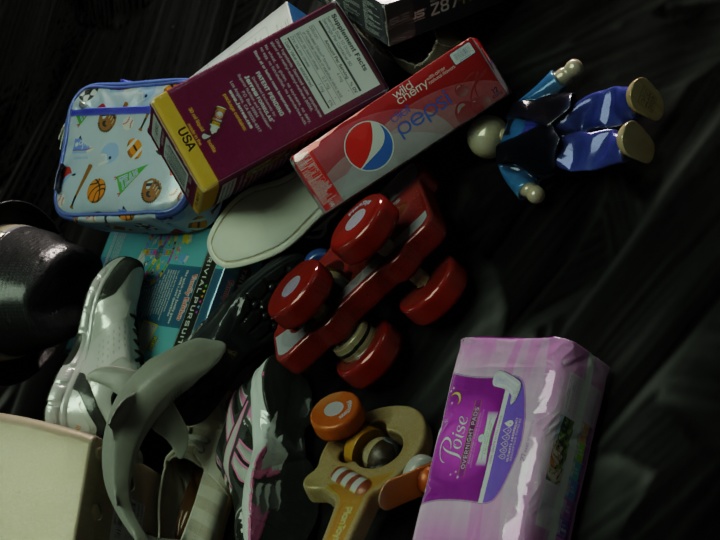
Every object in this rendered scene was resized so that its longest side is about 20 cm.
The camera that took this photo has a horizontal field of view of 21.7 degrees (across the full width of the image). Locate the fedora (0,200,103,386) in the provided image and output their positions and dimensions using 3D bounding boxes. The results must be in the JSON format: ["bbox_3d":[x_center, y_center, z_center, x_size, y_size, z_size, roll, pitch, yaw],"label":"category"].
[{"bbox_3d":[-0.317,0.021,1.859,0.092,0.201,0.201,-1,65,27],"label":"fedora"}]

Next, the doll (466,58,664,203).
[{"bbox_3d":[0.172,-0.124,1.632,0.200,0.048,0.137,-4,65,49],"label":"doll"}]

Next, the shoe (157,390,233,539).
[{"bbox_3d":[-0.151,0.199,1.744,0.070,0.053,0.200,-12,59,39],"label":"shoe"}]

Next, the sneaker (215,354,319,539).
[{"bbox_3d":[-0.091,0.181,1.695,0.086,0.080,0.200,-33,37,37],"label":"sneaker"}]

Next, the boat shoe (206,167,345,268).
[{"bbox_3d":[-0.057,-0.069,1.792,0.200,0.062,0.075,-41,77,10],"label":"boat shoe"}]

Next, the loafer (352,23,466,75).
[{"bbox_3d":[0.045,-0.233,1.797,0.073,0.071,0.200,-54,42,5],"label":"loafer"}]

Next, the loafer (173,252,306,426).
[{"bbox_3d":[-0.122,0.060,1.770,0.201,0.068,0.070,-49,26,-15],"label":"loafer"}]

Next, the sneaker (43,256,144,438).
[{"bbox_3d":[-0.239,0.079,1.830,0.080,0.074,0.200,9,64,13],"label":"sneaker"}]

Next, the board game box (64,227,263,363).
[{"bbox_3d":[-0.196,0.030,1.890,0.200,0.047,0.151,6,72,45],"label":"board game box"}]

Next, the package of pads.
[{"bbox_3d":[0.117,0.155,1.501,0.120,0.076,0.200,-2,66,41],"label":"package of pads"}]

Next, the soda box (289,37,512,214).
[{"bbox_3d":[0.037,-0.131,1.700,0.200,0.070,0.063,-32,91,10],"label":"soda box"}]

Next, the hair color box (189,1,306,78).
[{"bbox_3d":[-0.120,-0.172,1.926,0.200,0.061,0.100,-34,49,24],"label":"hair color box"}]

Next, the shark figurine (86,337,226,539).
[{"bbox_3d":[-0.203,0.157,1.669,0.128,0.090,0.215,9,84,9],"label":"shark figurine"}]

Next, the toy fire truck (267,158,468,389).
[{"bbox_3d":[0.000,0.000,1.695,0.200,0.112,0.168,-44,20,14],"label":"toy fire truck"}]

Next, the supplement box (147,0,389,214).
[{"bbox_3d":[-0.090,-0.150,1.760,0.200,0.131,0.103,-29,86,-11],"label":"supplement box"}]

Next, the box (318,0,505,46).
[{"bbox_3d":[0.038,-0.290,1.791,0.161,0.049,0.200,-25,37,-21],"label":"box"}]

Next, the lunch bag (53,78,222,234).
[{"bbox_3d":[-0.221,-0.119,1.892,0.200,0.076,0.160,3,78,35],"label":"lunch bag"}]

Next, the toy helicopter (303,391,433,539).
[{"bbox_3d":[0.009,0.189,1.551,0.132,0.079,0.200,-2,41,26],"label":"toy helicopter"}]

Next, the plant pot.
[{"bbox_3d":[-0.293,0.244,1.761,0.177,0.200,0.200,-9,61,28],"label":"plant pot"}]
